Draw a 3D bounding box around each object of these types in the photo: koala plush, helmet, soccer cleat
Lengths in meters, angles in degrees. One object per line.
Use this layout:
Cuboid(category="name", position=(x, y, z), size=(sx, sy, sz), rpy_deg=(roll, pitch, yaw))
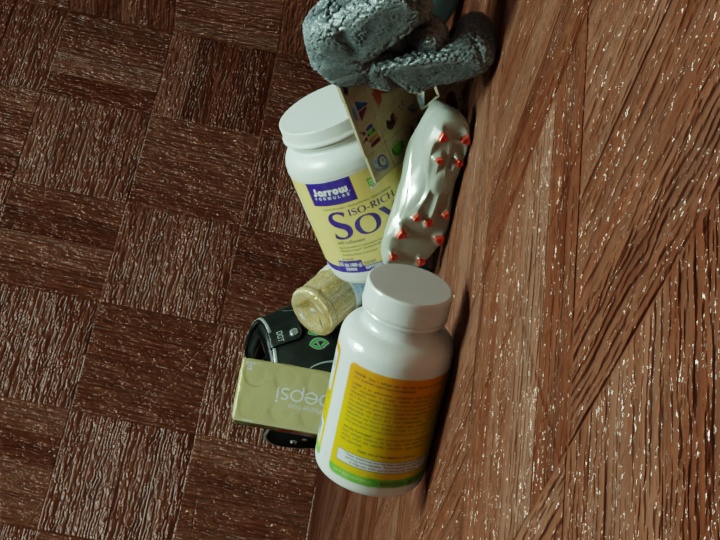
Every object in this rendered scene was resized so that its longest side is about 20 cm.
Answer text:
Cuboid(category="koala plush", position=(0.031, -0.302, 1.467), size=(0.182, 0.177, 0.203), rpy_deg=(-14, 61, 36))
Cuboid(category="helmet", position=(-0.042, 0.131, 1.844), size=(0.200, 0.188, 0.203), rpy_deg=(178, 90, -70))
Cuboid(category="soccer cleat", position=(0.071, -0.091, 1.588), size=(0.078, 0.068, 0.202), rpy_deg=(-117, 41, -55))

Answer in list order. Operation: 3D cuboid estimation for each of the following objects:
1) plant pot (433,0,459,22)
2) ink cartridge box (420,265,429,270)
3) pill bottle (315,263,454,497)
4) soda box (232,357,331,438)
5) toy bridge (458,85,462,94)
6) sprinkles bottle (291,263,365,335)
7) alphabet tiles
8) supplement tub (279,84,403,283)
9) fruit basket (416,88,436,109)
Cuboid(category="plant pot", position=(0.071, -0.417, 1.972), size=(0.134, 0.199, 0.202), rpy_deg=(-25, 44, 41))
Cuboid(category="ink cartridge box", position=(0.033, 0.098, 1.679), size=(0.202, 0.066, 0.117), rpy_deg=(-82, 4, -45))
Cuboid(category="pill bottle", position=(0.027, 0.102, 1.351), size=(0.111, 0.109, 0.202), rpy_deg=(-85, 7, -64))
Cuboid(category="soda box", position=(-0.034, 0.143, 1.507), size=(0.064, 0.197, 0.069), rpy_deg=(115, 166, -80))
Cuboid(category="toy bridge", position=(0.109, -0.235, 1.811), size=(0.201, 0.027, 0.068), rpy_deg=(-84, 4, -59))
Cuboid(category="sprinkles bottle", position=(0.000, 0.000, 1.785), size=(0.200, 0.068, 0.069), rpy_deg=(-41, -22, -36))
Cuboid(category="alphabet tiles", position=(0.035, -0.226, 1.574), size=(0.167, 0.007, 0.202), rpy_deg=(-41, -58, -32))
Cuboid(category="supplement tub", position=(-0.002, -0.104, 1.662), size=(0.146, 0.144, 0.202), rpy_deg=(-84, -26, -59))
Cuboid(category="fruit basket", position=(0.049, -0.217, 1.728), size=(0.186, 0.092, 0.202), rpy_deg=(-113, 20, -60))
